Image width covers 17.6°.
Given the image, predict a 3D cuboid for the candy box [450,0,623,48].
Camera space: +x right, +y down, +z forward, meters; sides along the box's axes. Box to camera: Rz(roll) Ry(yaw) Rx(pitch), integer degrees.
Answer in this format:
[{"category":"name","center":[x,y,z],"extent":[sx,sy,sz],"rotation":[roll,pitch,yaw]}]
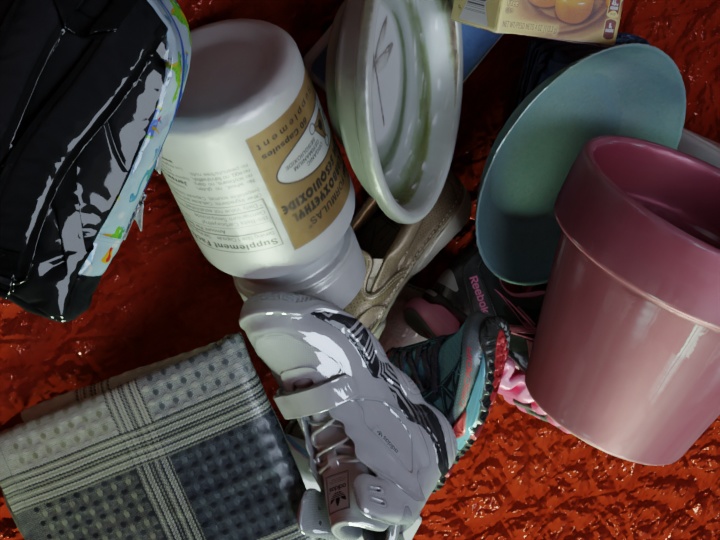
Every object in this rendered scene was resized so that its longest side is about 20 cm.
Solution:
[{"category":"candy box","center":[0.138,-0.260,1.601],"extent":[0.115,0.055,0.200],"rotation":[1,105,-39]}]

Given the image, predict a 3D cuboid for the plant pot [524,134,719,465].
[{"category":"plant pot","center":[0.210,0.029,1.639],"extent":[0.200,0.200,0.179],"rotation":[6,118,-39]}]

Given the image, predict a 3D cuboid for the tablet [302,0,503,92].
[{"category":"tablet","center":[0.056,-0.188,1.637],"extent":[0.200,0.014,0.130],"rotation":[-50,135,1]}]

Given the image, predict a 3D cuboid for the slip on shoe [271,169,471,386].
[{"category":"slip on shoe","center":[0.000,0.000,1.668],"extent":[0.200,0.076,0.061],"rotation":[-48,140,-7]}]

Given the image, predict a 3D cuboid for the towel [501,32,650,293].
[{"category":"towel","center":[0.153,-0.083,1.753],"extent":[0.112,0.049,0.200],"rotation":[-6,119,-34]}]

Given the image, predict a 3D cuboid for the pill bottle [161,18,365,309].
[{"category":"pill bottle","center":[-0.066,-0.059,1.555],"extent":[0.114,0.114,0.200],"rotation":[-35,133,-14]}]

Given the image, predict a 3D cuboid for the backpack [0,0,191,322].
[{"category":"backpack","center":[-0.187,-0.097,1.419],"extent":[0.200,0.163,0.154],"rotation":[-65,172,21]}]

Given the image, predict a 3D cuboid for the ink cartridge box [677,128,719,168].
[{"category":"ink cartridge box","center":[0.286,-0.016,1.826],"extent":[0.200,0.087,0.145],"rotation":[13,108,-55]}]

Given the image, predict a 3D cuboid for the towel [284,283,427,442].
[{"category":"towel","center":[0.016,0.104,1.774],"extent":[0.132,0.034,0.200],"rotation":[17,106,-41]}]

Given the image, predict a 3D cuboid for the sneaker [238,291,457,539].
[{"category":"sneaker","center":[-0.016,0.108,1.563],"extent":[0.200,0.075,0.115],"rotation":[45,45,-28]}]

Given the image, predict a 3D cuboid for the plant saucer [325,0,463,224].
[{"category":"plant saucer","center":[0.017,-0.132,1.559],"extent":[0.200,0.050,0.200],"rotation":[3,90,-70]}]

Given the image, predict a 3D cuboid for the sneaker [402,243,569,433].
[{"category":"sneaker","center":[0.128,0.052,1.738],"extent":[0.200,0.079,0.095],"rotation":[38,81,-30]}]

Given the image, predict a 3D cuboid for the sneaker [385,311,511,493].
[{"category":"sneaker","center":[0.042,0.091,1.665],"extent":[0.095,0.079,0.200],"rotation":[22,141,-4]}]

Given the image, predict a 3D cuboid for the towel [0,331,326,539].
[{"category":"towel","center":[-0.138,0.162,1.599],"extent":[0.200,0.035,0.193],"rotation":[-22,98,6]}]

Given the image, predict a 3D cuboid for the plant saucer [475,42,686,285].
[{"category":"plant saucer","center":[0.150,-0.083,1.677],"extent":[0.201,0.039,0.201],"rotation":[-26,138,-26]}]

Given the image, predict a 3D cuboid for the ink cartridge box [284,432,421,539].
[{"category":"ink cartridge box","center":[-0.079,0.194,1.693],"extent":[0.200,0.088,0.145],"rotation":[24,101,-30]}]
